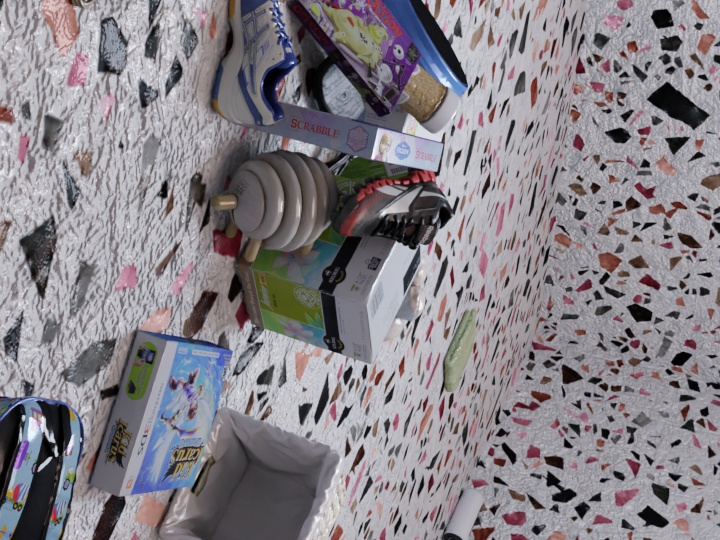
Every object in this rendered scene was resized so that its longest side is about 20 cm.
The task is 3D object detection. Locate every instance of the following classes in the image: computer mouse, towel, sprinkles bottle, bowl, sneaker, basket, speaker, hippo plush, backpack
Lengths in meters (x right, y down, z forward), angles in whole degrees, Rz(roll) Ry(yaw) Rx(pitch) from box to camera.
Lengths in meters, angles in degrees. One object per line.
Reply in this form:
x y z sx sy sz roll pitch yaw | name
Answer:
-0.050 -0.216 1.493 0.140 0.046 0.201 -45 146 -14 | computer mouse
0.271 0.214 2.825 0.150 0.036 0.201 84 28 -48 | towel
0.051 -0.280 1.501 0.068 0.199 0.069 -44 -156 25 | sprinkles bottle
0.104 -0.353 1.627 0.201 0.039 0.202 52 18 -25 | bowl
-0.105 -0.266 1.205 0.075 0.087 0.204 -17 120 -66 | sneaker
-0.136 0.331 1.449 0.162 0.197 0.200 77 35 -60 | basket
0.047 -0.071 1.337 0.199 0.098 0.071 -20 155 -46 | sneaker
0.343 0.827 3.499 0.201 0.080 0.082 -56 155 -45 | speaker
0.000 0.000 1.644 0.160 0.200 0.161 19 109 -45 | hippo plush
-0.323 0.191 0.869 0.182 0.133 0.203 36 72 -71 | backpack

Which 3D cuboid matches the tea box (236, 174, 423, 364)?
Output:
-0.036 -0.012 1.451 0.135 0.194 0.202 83 28 -49 | tea box

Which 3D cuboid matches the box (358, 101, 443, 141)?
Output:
0.060 -0.260 1.662 0.200 0.111 0.103 2 104 -71 | box

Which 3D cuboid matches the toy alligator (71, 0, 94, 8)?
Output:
-0.190 -0.291 0.981 0.060 0.053 0.201 89 25 -42 | toy alligator

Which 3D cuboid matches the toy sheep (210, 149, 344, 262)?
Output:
-0.103 -0.084 1.311 0.198 0.137 0.140 -12 119 -45 | toy sheep

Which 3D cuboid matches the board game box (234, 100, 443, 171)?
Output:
-0.023 -0.171 1.314 0.199 0.197 0.042 -1 107 -64 | board game box

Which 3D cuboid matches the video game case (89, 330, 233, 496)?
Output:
-0.233 0.173 1.267 0.200 0.045 0.184 25 83 -72 | video game case

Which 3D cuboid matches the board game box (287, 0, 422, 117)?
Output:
-0.003 -0.318 1.391 0.200 0.032 0.121 46 51 -29 | board game box

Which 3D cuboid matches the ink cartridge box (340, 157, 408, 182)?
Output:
0.038 -0.093 1.664 0.202 0.145 0.077 81 -7 -51 | ink cartridge box
